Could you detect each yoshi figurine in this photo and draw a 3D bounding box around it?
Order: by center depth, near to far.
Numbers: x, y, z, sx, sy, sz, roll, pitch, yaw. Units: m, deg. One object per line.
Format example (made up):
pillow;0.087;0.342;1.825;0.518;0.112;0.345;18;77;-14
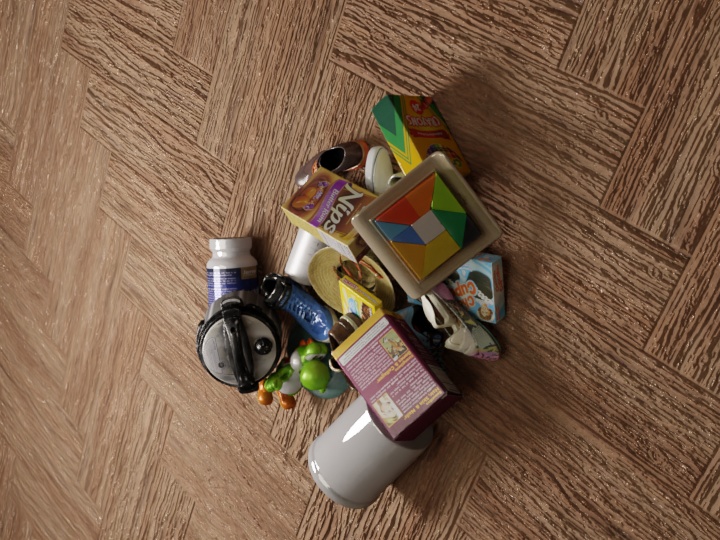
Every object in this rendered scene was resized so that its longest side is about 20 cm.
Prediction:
yoshi figurine;-0.128;0.228;1.788;0.112;0.112;0.200;44;128;0

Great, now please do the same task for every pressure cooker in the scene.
pressure cooker;-0.248;0.142;1.797;0.176;0.200;0.179;36;99;-14

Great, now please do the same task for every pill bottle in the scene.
pill bottle;-0.285;0.027;1.941;0.115;0.115;0.201;2;98;42

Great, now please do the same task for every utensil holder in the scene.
utensil holder;0.021;0.332;1.672;0.170;0.169;0.200;54;124;23

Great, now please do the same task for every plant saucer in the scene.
plant saucer;-0.094;0.176;1.842;0.199;0.036;0.201;8;101;42

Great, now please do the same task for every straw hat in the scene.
straw hat;0.000;0.000;1.692;0.200;0.085;0.202;19;141;16

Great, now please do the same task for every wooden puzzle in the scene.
wooden puzzle;0.113;-0.072;1.470;0.200;0.037;0.185;-37;103;12

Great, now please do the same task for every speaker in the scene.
speaker;-0.088;-0.071;1.773;0.081;0.081;0.201;38;120;32

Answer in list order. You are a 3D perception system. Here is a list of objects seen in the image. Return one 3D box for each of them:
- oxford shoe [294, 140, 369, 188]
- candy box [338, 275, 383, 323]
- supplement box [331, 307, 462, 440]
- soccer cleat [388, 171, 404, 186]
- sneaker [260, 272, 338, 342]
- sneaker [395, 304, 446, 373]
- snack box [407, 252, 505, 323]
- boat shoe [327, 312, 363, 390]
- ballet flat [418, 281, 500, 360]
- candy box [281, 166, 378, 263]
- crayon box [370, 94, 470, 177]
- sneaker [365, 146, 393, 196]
oxford shoe;-0.075;-0.213;1.746;0.199;0.072;0.072;-24;80;41
candy box;0.007;0.108;1.686;0.102;0.026;0.201;37;149;36
supplement box;0.066;0.185;1.552;0.131;0.103;0.200;-42;67;11
soccer cleat;0.128;-0.110;1.567;0.200;0.085;0.069;51;125;25
sneaker;-0.132;0.074;1.777;0.077;0.111;0.200;-56;49;16
sneaker;0.121;0.153;1.617;0.090;0.078;0.201;-39;70;35
snack box;0.166;0.018;1.564;0.199;0.037;0.117;12;120;41
boat shoe;-0.032;0.172;1.707;0.075;0.075;0.203;32;145;37
ballet flat;0.160;0.092;1.530;0.200;0.071;0.069;51;141;8
candy box;-0.040;-0.107;1.614;0.200;0.057;0.117;31;72;38
crayon box;0.115;-0.216;1.538;0.051;0.127;0.201;-38;72;39
sneaker;0.060;-0.137;1.645;0.070;0.073;0.201;0;105;34
